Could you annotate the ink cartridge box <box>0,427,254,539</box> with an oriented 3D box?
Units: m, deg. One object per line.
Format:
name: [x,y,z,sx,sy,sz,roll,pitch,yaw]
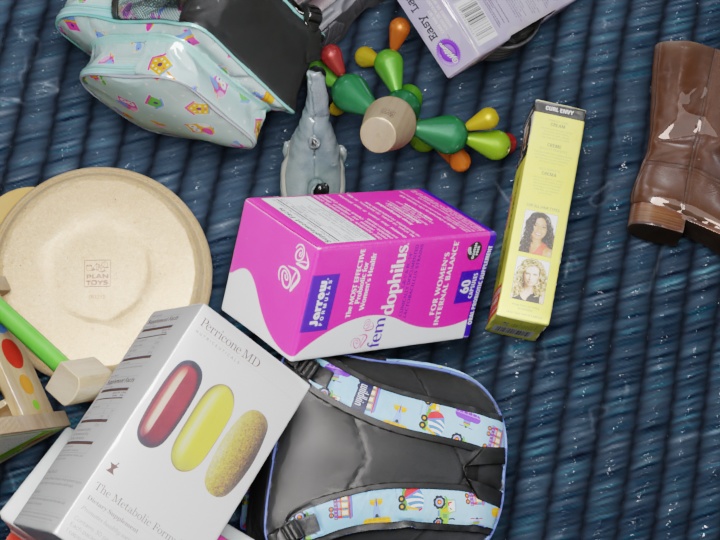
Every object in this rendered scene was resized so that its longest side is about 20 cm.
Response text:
ink cartridge box: [-0.204,0.245,1.250,0.200,0.044,0.174,28,64,16]

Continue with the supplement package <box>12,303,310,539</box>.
supplement package: [-0.149,0.138,1.189,0.114,0.109,0.200,38,69,-20]

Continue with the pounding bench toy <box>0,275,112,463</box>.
pounding bench toy: [-0.310,0.068,1.262,0.200,0.124,0.156,-28,80,15]

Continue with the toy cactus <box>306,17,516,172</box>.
toy cactus: [0.040,-0.141,1.368,0.200,0.165,0.102,33,112,1]

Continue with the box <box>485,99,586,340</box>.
box: [0.156,-0.044,1.399,0.050,0.075,0.200,11,77,-1]

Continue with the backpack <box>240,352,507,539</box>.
backpack: [0.014,0.159,1.305,0.200,0.135,0.183,8,77,-13]

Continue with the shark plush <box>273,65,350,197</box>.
shark plush: [-0.028,-0.077,1.342,0.091,0.083,0.200,9,121,-12]

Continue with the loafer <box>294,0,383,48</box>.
loafer: [-0.009,-0.268,1.436,0.063,0.072,0.200,42,75,13]

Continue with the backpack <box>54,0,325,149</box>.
backpack: [-0.156,-0.197,1.341,0.200,0.176,0.154,20,82,37]

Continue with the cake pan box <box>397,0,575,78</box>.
cake pan box: [0.093,-0.285,1.404,0.184,0.052,0.200,-37,93,-42]

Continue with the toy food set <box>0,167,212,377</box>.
toy food set: [-0.227,0.009,1.360,0.200,0.049,0.198,-16,79,-10]

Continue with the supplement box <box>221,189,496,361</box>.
supplement box: [0.000,0.000,1.295,0.200,0.103,0.101,-5,118,-40]

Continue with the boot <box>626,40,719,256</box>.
boot: [0.345,-0.110,1.443,0.186,0.064,0.200,15,71,-4]
